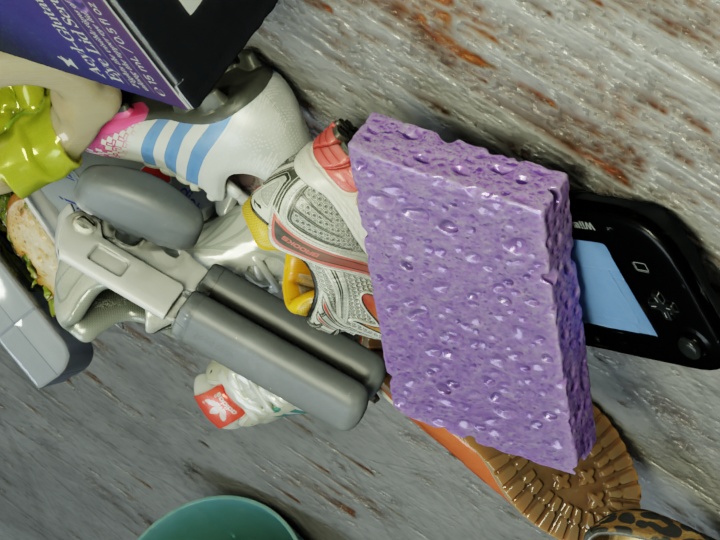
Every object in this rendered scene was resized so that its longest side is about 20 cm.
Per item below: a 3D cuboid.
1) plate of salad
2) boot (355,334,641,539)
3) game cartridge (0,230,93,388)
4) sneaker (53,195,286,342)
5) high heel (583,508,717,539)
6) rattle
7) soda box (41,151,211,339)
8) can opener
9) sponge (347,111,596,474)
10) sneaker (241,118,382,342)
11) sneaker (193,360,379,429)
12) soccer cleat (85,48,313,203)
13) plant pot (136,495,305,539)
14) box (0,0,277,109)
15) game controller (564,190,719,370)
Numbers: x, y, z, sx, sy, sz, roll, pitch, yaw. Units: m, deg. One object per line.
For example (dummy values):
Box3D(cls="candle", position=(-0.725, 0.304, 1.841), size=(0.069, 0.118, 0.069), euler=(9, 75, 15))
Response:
Box3D(cls="plate of salad", position=(-0.214, -0.041, 1.790), size=(0.201, 0.048, 0.200), euler=(56, 179, 2))
Box3D(cls="boot", position=(0.079, 0.087, 1.657), size=(0.200, 0.075, 0.107), euler=(41, 171, -8))
Box3D(cls="game cartridge", position=(-0.246, -0.014, 1.804), size=(0.200, 0.041, 0.133), euler=(53, -174, 1))
Box3D(cls="sneaker", position=(-0.085, -0.001, 1.611), size=(0.199, 0.081, 0.075), euler=(-7, 140, 19))
Box3D(cls="high heel", position=(0.220, 0.192, 1.574), size=(0.142, 0.072, 0.200), euler=(16, -173, -43))
Box3D(cls="rattle", position=(-0.232, -0.122, 1.490), size=(0.199, 0.144, 0.130), euler=(8, 156, -39))
Box3D(cls="soda box", position=(-0.133, -0.037, 1.715), size=(0.063, 0.068, 0.200), euler=(20, 157, 38))
Box3D(cls="can opener", position=(-0.075, 0.011, 1.540), size=(0.199, 0.053, 0.067), euler=(29, 132, 4))
Box3D(cls="sponge", position=(0.058, 0.015, 1.422), size=(0.111, 0.030, 0.201), euler=(18, 143, 25))
Box3D(cls="sneaker", position=(0.000, 0.000, 1.509), size=(0.200, 0.082, 0.078), euler=(53, -171, -45))
Box3D(cls="sneaker", position=(-0.051, 0.070, 1.710), size=(0.071, 0.093, 0.200), euler=(57, 176, -9))
Box3D(cls="soccer cleat", position=(-0.097, -0.071, 1.551), size=(0.200, 0.070, 0.087), euler=(5, 133, 55))
Box3D(cls="plant pot", position=(-0.090, 0.305, 2.303), size=(0.200, 0.201, 0.161), euler=(21, 169, 37))
Box3D(cls="box", position=(-0.150, -0.177, 1.341), size=(0.199, 0.105, 0.148), euler=(18, 155, 42))
Box3D(cls="game controller", position=(0.104, -0.002, 1.418), size=(0.200, 0.042, 0.104), euler=(10, 149, 52))
